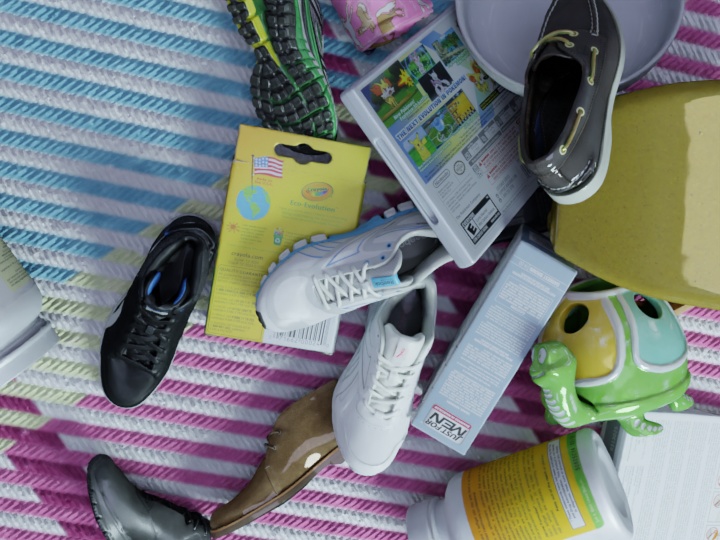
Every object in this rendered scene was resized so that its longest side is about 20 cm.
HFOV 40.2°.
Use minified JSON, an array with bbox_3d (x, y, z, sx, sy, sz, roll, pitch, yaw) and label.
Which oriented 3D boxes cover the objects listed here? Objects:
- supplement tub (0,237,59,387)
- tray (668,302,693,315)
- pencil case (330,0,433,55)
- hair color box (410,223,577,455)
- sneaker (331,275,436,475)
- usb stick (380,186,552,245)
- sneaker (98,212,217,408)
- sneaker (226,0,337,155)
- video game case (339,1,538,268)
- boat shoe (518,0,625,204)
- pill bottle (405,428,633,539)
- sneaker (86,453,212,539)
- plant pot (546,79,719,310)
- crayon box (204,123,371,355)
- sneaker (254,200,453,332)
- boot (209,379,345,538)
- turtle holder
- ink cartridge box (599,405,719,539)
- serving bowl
[{"bbox_3d":[-0.372,0.015,0.854,0.145,0.145,0.200,-33,102,0],"label":"supplement tub"},{"bbox_3d":[0.300,-0.062,0.975,0.098,0.037,0.200,-28,102,-2],"label":"tray"},{"bbox_3d":[-0.017,-0.295,0.872,0.083,0.086,0.200,-38,102,-23],"label":"pencil case"},{"bbox_3d":[0.125,0.062,0.921,0.061,0.099,0.200,30,105,3],"label":"hair color box"},{"bbox_3d":[0.024,0.089,0.909,0.078,0.099,0.200,14,76,-5],"label":"sneaker"},{"bbox_3d":[0.115,-0.049,0.957,0.200,0.033,0.056,-14,94,-4],"label":"usb stick"},{"bbox_3d":[-0.193,0.043,0.895,0.073,0.112,0.200,23,96,-9],"label":"sneaker"},{"bbox_3d":[-0.055,-0.199,0.889,0.078,0.085,0.200,2,120,28],"label":"sneaker"},{"bbox_3d":[0.091,-0.128,0.884,0.182,0.022,0.200,54,49,-11],"label":"video game case"},{"bbox_3d":[0.166,-0.154,0.787,0.061,0.072,0.202,32,56,-41],"label":"boat shoe"},{"bbox_3d":[0.150,0.236,0.953,0.200,0.111,0.111,-23,102,17],"label":"pill bottle"},{"bbox_3d":[-0.195,0.254,0.959,0.091,0.076,0.200,-32,109,-10],"label":"sneaker"},{"bbox_3d":[0.268,-0.074,0.862,0.199,0.196,0.195,4,99,9],"label":"plant pot"},{"bbox_3d":[-0.069,-0.031,0.924,0.127,0.051,0.200,10,102,-8],"label":"crayon box"},{"bbox_3d":[0.000,0.000,0.870,0.200,0.087,0.075,-28,113,-6],"label":"sneaker"},{"bbox_3d":[-0.074,0.183,0.962,0.200,0.074,0.076,-37,89,-7],"label":"boot"},{"bbox_3d":[0.221,0.080,0.930,0.185,0.141,0.132,-12,100,-18],"label":"turtle holder"},{"bbox_3d":[0.335,0.220,1.032,0.200,0.050,0.163,6,98,-25],"label":"ink cartridge box"},{"bbox_3d":[0.186,-0.234,0.895,0.200,0.066,0.201,-2,72,6],"label":"serving bowl"}]
